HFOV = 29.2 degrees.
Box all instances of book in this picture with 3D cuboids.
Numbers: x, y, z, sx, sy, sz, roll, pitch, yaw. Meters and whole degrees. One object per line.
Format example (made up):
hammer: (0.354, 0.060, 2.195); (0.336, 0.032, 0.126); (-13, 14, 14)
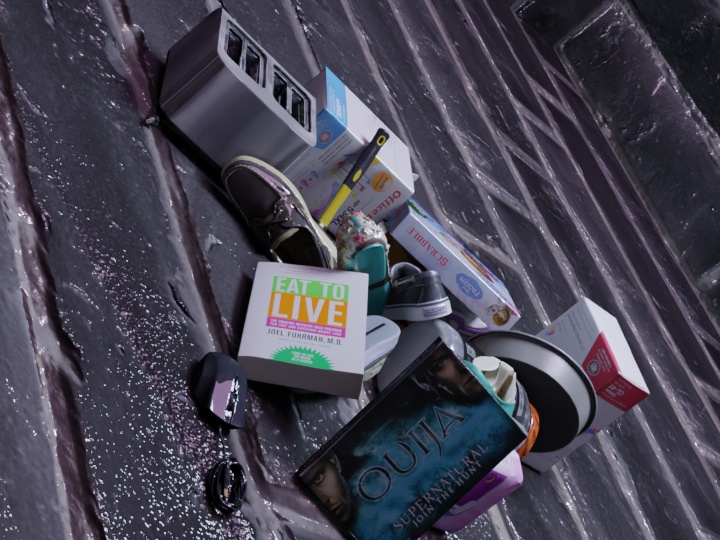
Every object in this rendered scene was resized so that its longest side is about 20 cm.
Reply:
book: (-0.060, 0.062, 1.499); (0.131, 0.049, 0.201); (10, 29, -4)

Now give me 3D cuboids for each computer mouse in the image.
computer mouse: (-0.125, 0.147, 1.307); (0.058, 0.034, 0.201); (38, 25, -35)

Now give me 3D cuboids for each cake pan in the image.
cake pan: (0.207, 0.163, 1.793); (0.200, 0.199, 0.037); (46, 48, -15)

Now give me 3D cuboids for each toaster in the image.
toaster: (-0.154, -0.203, 1.701); (0.180, 0.118, 0.201); (41, 23, -24)

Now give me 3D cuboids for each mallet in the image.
mallet: (-0.029, -0.105, 1.755); (0.066, 0.202, 0.041); (35, -17, -26)

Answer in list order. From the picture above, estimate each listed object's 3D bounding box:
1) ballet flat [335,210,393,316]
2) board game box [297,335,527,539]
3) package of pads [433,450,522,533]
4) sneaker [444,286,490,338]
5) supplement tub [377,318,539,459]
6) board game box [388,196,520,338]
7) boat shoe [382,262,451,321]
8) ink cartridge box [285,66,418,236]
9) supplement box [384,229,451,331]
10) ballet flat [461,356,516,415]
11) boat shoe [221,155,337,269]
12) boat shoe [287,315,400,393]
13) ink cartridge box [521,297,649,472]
ballet flat: (0.000, 0.000, 1.642); (0.201, 0.075, 0.064); (97, -31, -54)
board game box: (0.052, 0.184, 1.395); (0.135, 0.200, 0.028); (47, 0, -9)
package of pads: (0.077, 0.211, 1.510); (0.199, 0.120, 0.076); (29, 29, -45)
sneaker: (0.143, 0.052, 1.958); (0.199, 0.074, 0.101); (29, 38, -51)
supplement tub: (0.124, 0.157, 1.696); (0.199, 0.122, 0.123); (38, 25, -32)
board game box: (0.121, -0.012, 1.845); (0.200, 0.041, 0.200); (42, 8, -8)
boat shoe: (0.054, 0.024, 1.717); (0.200, 0.071, 0.069); (180, -101, -73)
ink cartridge box: (-0.022, -0.143, 1.869); (0.200, 0.128, 0.126); (41, 23, -25)
supplement box: (0.065, 0.040, 1.845); (0.069, 0.066, 0.202); (35, 26, -41)
ballet flat: (0.142, 0.132, 1.538); (0.067, 0.071, 0.200); (40, 7, 21)
boat shoe: (-0.091, -0.052, 1.653); (0.200, 0.073, 0.065); (46, 16, -16)
boat shoe: (-0.021, 0.107, 1.547); (0.071, 0.063, 0.199); (28, 27, 29)
ink cartridge box: (0.281, 0.159, 1.917); (0.085, 0.199, 0.149); (31, 28, -40)
